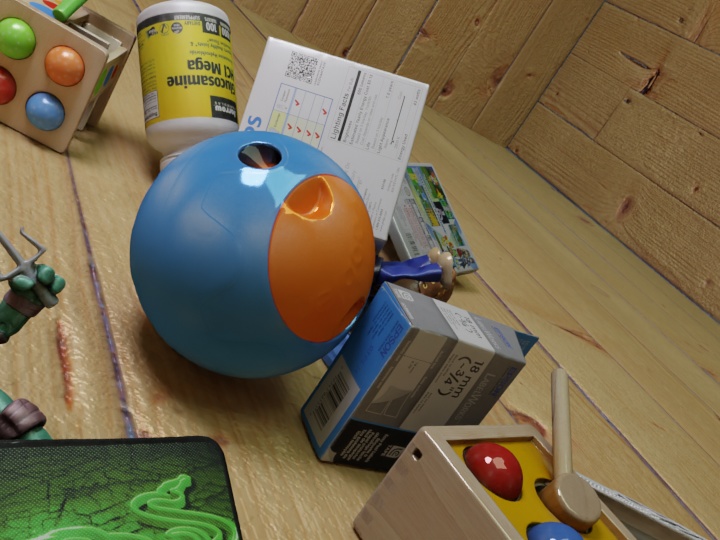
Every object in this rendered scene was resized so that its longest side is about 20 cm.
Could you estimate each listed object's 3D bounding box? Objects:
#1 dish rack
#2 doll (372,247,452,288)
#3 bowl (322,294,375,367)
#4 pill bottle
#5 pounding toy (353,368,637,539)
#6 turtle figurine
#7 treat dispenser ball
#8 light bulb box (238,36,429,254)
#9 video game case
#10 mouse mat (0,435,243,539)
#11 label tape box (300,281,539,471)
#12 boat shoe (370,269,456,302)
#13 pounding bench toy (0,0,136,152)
[{"bbox_3d":[0.245,0.236,0.706,0.199,0.044,0.172,29,-4,-12],"label":"dish rack"},{"bbox_3d":[0.000,0.000,0.858,0.199,0.049,0.136,-2,10,-12],"label":"doll"},{"bbox_3d":[0.044,0.095,0.800,0.200,0.039,0.201,29,20,-12],"label":"bowl"},{"bbox_3d":[-0.205,-0.208,0.888,0.112,0.201,0.112,-6,-2,0],"label":"pill bottle"},{"bbox_3d":[0.127,0.184,0.561,0.199,0.143,0.184,11,29,-46],"label":"pounding toy"},{"bbox_3d":[-0.232,0.043,0.401,0.149,0.101,0.200,-27,78,-48],"label":"turtle figurine"},{"bbox_3d":[-0.087,-0.013,0.609,0.200,0.201,0.201,29,20,-11],"label":"treat dispenser ball"},{"bbox_3d":[-0.042,-0.144,0.895,0.199,0.199,0.125,17,-9,-2],"label":"light bulb box"},{"bbox_3d":[0.097,-0.080,1.168,0.182,0.022,0.201,-8,71,-51],"label":"video game case"},{"bbox_3d":[-0.130,0.155,0.346,0.199,0.008,0.162,13,50,-47],"label":"mouse mat"},{"bbox_3d":[0.070,0.108,0.649,0.199,0.145,0.063,19,23,-34],"label":"label tape box"},{"bbox_3d":[0.066,0.019,0.971,0.072,0.068,0.200,42,21,24],"label":"boat shoe"},{"bbox_3d":[-0.331,-0.260,0.816,0.124,0.201,0.156,28,19,-15],"label":"pounding bench toy"}]
